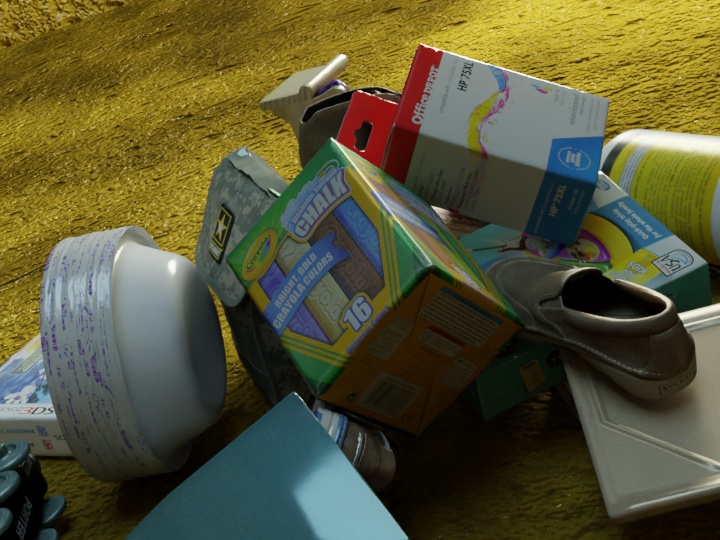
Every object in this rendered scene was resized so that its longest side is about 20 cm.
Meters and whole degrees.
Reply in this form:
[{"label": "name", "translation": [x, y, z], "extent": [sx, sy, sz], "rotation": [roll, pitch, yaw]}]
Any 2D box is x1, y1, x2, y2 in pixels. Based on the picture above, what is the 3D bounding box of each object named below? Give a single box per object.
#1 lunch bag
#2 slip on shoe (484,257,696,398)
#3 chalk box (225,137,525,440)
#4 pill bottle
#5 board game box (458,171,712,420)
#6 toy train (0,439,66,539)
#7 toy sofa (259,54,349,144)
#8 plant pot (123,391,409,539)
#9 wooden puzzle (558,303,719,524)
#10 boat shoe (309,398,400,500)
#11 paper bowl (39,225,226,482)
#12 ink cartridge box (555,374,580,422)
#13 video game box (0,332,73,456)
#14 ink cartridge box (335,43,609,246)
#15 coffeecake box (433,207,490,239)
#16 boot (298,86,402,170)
[{"label": "lunch bag", "translation": [-0.067, 0.006, 1.329], "extent": [0.117, 0.201, 0.164], "rotation": [-22, 24, -12]}, {"label": "slip on shoe", "translation": [0.153, 0.023, 1.107], "extent": [0.076, 0.061, 0.200], "rotation": [-29, 34, -18]}, {"label": "chalk box", "translation": [0.000, 0.000, 1.146], "extent": [0.124, 0.124, 0.200], "rotation": [-47, 49, 14]}, {"label": "pill bottle", "translation": [0.294, -0.054, 1.309], "extent": [0.114, 0.115, 0.200], "rotation": [-32, 26, -30]}, {"label": "board game box", "translation": [0.142, 0.014, 1.217], "extent": [0.200, 0.047, 0.151], "rotation": [-25, 39, -13]}, {"label": "toy train", "translation": [-0.292, 0.205, 1.204], "extent": [0.114, 0.085, 0.200], "rotation": [-26, 22, 6]}, {"label": "toy sofa", "translation": [-0.007, -0.100, 1.530], "extent": [0.097, 0.201, 0.083], "rotation": [-11, 22, 33]}, {"label": "plant pot", "translation": [-0.066, 0.205, 0.917], "extent": [0.200, 0.141, 0.141], "rotation": [-34, 46, -8]}, {"label": "wooden puzzle", "translation": [0.239, 0.088, 1.058], "extent": [0.184, 0.037, 0.200], "rotation": [-14, 32, 4]}, {"label": "boat shoe", "translation": [-0.013, 0.138, 1.135], "extent": [0.072, 0.072, 0.200], "rotation": [23, -2, -2]}, {"label": "paper bowl", "translation": [-0.174, 0.063, 1.275], "extent": [0.104, 0.201, 0.201], "rotation": [-11, 23, 10]}, {"label": "ink cartridge box", "translation": [0.201, 0.083, 1.169], "extent": [0.094, 0.037, 0.200], "rotation": [-20, 21, -3]}, {"label": "video game box", "translation": [-0.256, 0.100, 1.458], "extent": [0.182, 0.047, 0.200], "rotation": [-2, 28, 30]}, {"label": "ink cartridge box", "translation": [0.085, -0.104, 1.234], "extent": [0.199, 0.067, 0.116], "rotation": [16, 42, 1]}, {"label": "coffeecake box", "translation": [0.066, -0.023, 1.381], "extent": [0.153, 0.073, 0.200], "rotation": [8, 16, -17]}, {"label": "boot", "translation": [0.043, -0.120, 1.324], "extent": [0.199, 0.076, 0.074], "rotation": [-15, 16, -17]}]
